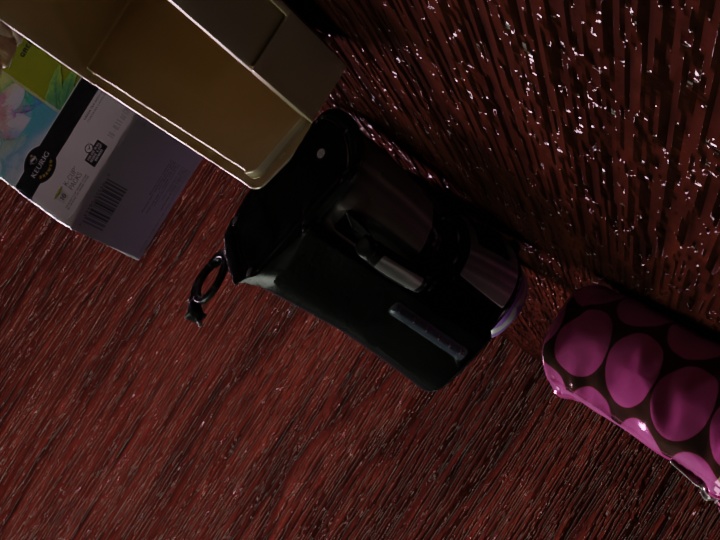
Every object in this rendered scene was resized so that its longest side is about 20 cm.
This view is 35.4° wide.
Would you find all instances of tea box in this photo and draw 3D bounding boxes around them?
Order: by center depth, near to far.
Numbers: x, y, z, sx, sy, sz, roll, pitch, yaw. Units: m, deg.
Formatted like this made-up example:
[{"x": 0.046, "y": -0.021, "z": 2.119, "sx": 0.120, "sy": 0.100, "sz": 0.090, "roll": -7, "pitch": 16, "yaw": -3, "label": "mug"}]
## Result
[{"x": -0.248, "y": -0.155, "z": 1.038, "sx": 0.195, "sy": 0.202, "sz": 0.133, "roll": 32, "pitch": 180, "yaw": 22, "label": "tea box"}]

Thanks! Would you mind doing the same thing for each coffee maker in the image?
[{"x": 0.000, "y": 0.000, "z": 0.895, "sx": 0.199, "sy": 0.191, "sz": 0.136, "roll": 35, "pitch": -138, "yaw": -31, "label": "coffee maker"}]

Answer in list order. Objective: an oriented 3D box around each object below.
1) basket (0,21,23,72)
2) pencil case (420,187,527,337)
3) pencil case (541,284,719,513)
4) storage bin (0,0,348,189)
[{"x": -0.329, "y": -0.221, "z": 0.744, "sx": 0.159, "sy": 0.200, "sz": 0.200, "roll": 28, "pitch": 177, "yaw": 25, "label": "basket"}, {"x": 0.066, "y": -0.012, "z": 1.019, "sx": 0.199, "sy": 0.086, "sz": 0.084, "roll": 33, "pitch": 178, "yaw": -32, "label": "pencil case"}, {"x": 0.203, "y": 0.082, "z": 0.750, "sx": 0.090, "sy": 0.094, "sz": 0.200, "roll": 33, "pitch": 180, "yaw": -32, "label": "pencil case"}, {"x": -0.134, "y": -0.151, "z": 0.581, "sx": 0.197, "sy": 0.095, "sz": 0.199, "roll": 34, "pitch": 179, "yaw": 37, "label": "storage bin"}]
